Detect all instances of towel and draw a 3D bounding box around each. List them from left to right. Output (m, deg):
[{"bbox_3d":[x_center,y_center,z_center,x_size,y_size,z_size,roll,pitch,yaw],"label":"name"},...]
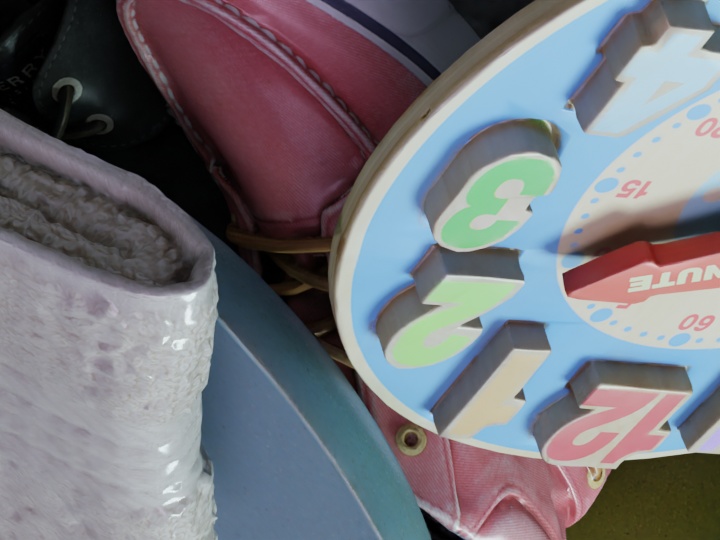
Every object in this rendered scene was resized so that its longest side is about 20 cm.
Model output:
[{"bbox_3d":[-0.116,-0.001,0.650,0.200,0.034,0.133,26,146,17],"label":"towel"}]

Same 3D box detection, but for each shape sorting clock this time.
[{"bbox_3d":[0.092,-0.014,0.613,0.200,0.039,0.200,-11,152,-6],"label":"shape sorting clock"}]

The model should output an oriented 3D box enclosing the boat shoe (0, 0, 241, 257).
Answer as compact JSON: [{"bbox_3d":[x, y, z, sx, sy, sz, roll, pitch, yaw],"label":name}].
[{"bbox_3d":[-0.080,-0.058,0.699,0.069,0.057,0.200,-23,115,27],"label":"boat shoe"}]

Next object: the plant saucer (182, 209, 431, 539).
[{"bbox_3d":[-0.048,0.045,0.696,0.200,0.027,0.200,35,148,26],"label":"plant saucer"}]

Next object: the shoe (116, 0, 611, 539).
[{"bbox_3d":[0.000,0.000,0.683,0.071,0.091,0.200,0,146,44],"label":"shoe"}]

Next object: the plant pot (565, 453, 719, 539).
[{"bbox_3d":[0.137,0.078,0.794,0.193,0.201,0.200,-2,136,14],"label":"plant pot"}]
